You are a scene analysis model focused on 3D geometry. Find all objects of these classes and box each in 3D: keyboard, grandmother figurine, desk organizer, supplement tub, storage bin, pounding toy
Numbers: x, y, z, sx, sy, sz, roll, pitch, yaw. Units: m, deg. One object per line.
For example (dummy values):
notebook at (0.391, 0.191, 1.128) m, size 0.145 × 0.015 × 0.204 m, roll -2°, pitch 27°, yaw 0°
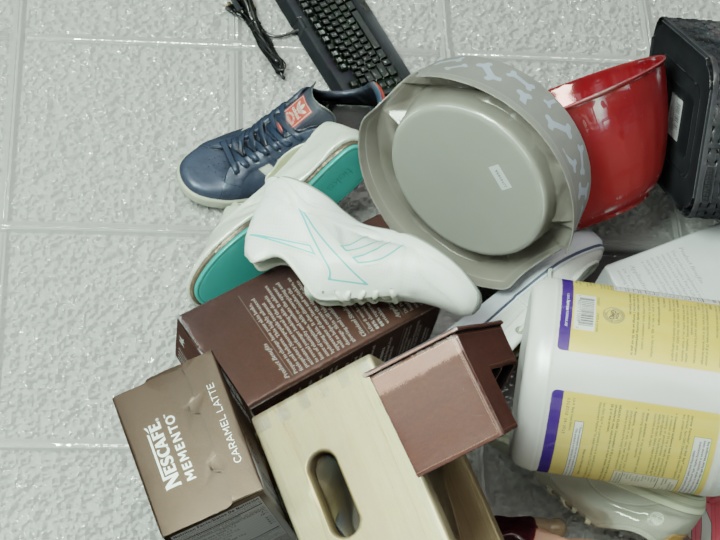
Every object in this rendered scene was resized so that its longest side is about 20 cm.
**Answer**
keyboard at (-0.048, -0.230, 1.582) m, size 0.126 × 0.021 × 0.201 m, roll -23°, pitch 65°, yaw -19°
grandmother figurine at (0.130, 0.219, 1.315) m, size 0.199 × 0.121 × 0.061 m, roll 14°, pitch 93°, yaw 13°
desk organizer at (0.071, 0.087, 1.201) m, size 0.071 × 0.200 × 0.077 m, roll -27°, pitch 84°, yaw 12°
supplement tub at (0.216, 0.088, 1.263) m, size 0.198 × 0.146 × 0.146 m, roll 8°, pitch 59°, yaw 4°
storage bin at (0.311, -0.132, 1.464) m, size 0.093 × 0.136 × 0.200 m, roll 4°, pitch 20°, yaw -5°
pounding toy at (0.000, 0.160, 1.250) m, size 0.142 × 0.184 × 0.201 m, roll -29°, pitch 67°, yaw 12°

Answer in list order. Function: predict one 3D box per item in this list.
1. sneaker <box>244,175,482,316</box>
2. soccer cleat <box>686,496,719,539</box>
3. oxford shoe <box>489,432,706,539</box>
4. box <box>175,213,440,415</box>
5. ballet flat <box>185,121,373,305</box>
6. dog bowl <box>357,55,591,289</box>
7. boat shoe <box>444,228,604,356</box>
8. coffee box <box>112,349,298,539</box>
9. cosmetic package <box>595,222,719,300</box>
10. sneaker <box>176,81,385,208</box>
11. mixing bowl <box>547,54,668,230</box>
sneaker at (0.000, 0.000, 1.356) m, size 0.199 × 0.070 × 0.081 m, roll 24°, pitch 75°, yaw 9°
soccer cleat at (0.258, 0.140, 1.357) m, size 0.067 × 0.076 × 0.201 m, roll -24°, pitch 78°, yaw -48°
oxford shoe at (0.175, 0.166, 1.342) m, size 0.199 × 0.075 × 0.058 m, roll 22°, pitch 102°, yaw 29°
box at (-0.042, 0.048, 1.395) m, size 0.199 × 0.075 × 0.100 m, roll -26°, pitch 67°, yaw -23°
ballet flat at (-0.074, -0.050, 1.436) m, size 0.200 × 0.069 × 0.069 m, roll -43°, pitch 71°, yaw 1°
dog bowl at (0.096, -0.083, 1.368) m, size 0.199 × 0.201 × 0.059 m, roll 33°, pitch 50°, yaw 11°
boat shoe at (0.145, 0.050, 1.417) m, size 0.202 × 0.075 × 0.086 m, roll -37°, pitch 70°, yaw -22°
coffee box at (-0.102, 0.155, 1.243) m, size 0.079 × 0.200 × 0.115 m, roll -24°, pitch 64°, yaw -1°
cosmetic package at (0.305, 0.021, 1.458) m, size 0.199 × 0.074 × 0.102 m, roll -18°, pitch 65°, yaw -19°
sneaker at (-0.066, -0.119, 1.478) m, size 0.199 × 0.085 × 0.075 m, roll -21°, pitch 65°, yaw -18°
mixing bowl at (0.184, -0.099, 1.462) m, size 0.199 × 0.200 × 0.109 m, roll -25°, pitch 100°, yaw -20°
